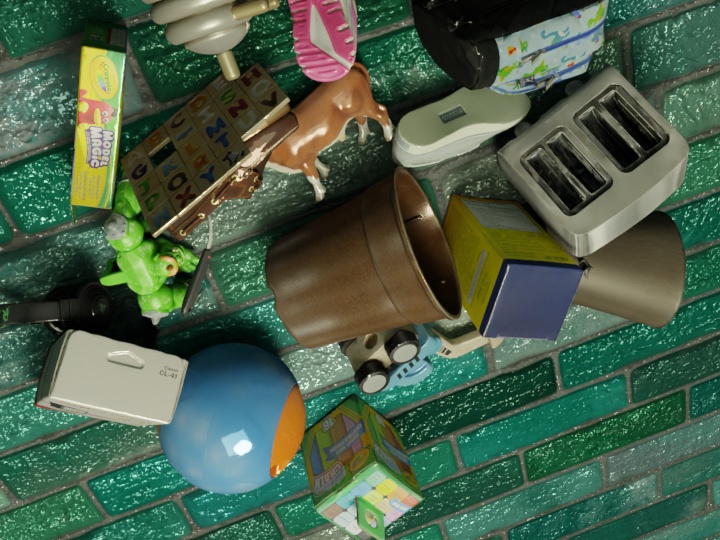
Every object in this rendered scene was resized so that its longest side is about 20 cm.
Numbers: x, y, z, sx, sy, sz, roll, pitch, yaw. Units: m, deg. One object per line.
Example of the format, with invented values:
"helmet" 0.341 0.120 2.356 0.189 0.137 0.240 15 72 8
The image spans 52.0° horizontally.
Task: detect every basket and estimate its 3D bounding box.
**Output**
"basket" 0.334 -0.015 1.057 0.199 0.181 0.136 7 152 -11

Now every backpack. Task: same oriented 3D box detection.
"backpack" 0.188 -0.282 0.858 0.200 0.163 0.154 -31 132 -4

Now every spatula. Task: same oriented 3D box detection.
"spatula" -0.187 -0.041 0.897 0.020 0.057 0.201 12 84 5

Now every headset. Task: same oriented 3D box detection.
"headset" -0.350 0.063 0.921 0.200 0.123 0.094 -4 88 -42

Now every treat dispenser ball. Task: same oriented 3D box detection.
"treat dispenser ball" -0.175 0.199 1.007 0.200 0.201 0.201 -7 122 -12

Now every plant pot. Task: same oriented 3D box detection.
"plant pot" 0.000 0.000 0.935 0.198 0.201 0.200 -22 125 18

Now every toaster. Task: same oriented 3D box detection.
"toaster" 0.295 -0.129 0.935 0.181 0.200 0.119 -38 160 8

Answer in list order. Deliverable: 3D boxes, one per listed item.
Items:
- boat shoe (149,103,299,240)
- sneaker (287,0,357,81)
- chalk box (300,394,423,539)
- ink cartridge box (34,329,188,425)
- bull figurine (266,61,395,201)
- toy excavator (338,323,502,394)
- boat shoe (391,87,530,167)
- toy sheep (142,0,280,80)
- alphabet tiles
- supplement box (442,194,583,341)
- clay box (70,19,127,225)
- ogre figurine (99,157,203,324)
"boat shoe" -0.147 -0.110 0.837 0.200 0.070 0.070 -33 102 12
"sneaker" -0.049 -0.309 0.813 0.081 0.088 0.201 -6 101 6
"chalk box" 0.003 0.316 1.128 0.124 0.200 0.124 -39 123 9
"ink cartridge box" -0.321 0.142 0.934 0.147 0.200 0.086 18 72 -23
"bull figurine" -0.057 -0.164 0.904 0.200 0.065 0.121 -37 127 10
"toy excavator" 0.096 0.111 1.106 0.194 0.100 0.200 -45 134 15
"boat shoe" 0.124 -0.184 0.942 0.200 0.070 0.072 -22 164 -22
"toy sheep" -0.161 -0.295 0.755 0.138 0.138 0.201 -18 107 -4
"alphabet tiles" -0.172 -0.145 0.813 0.200 0.167 0.008 -40 135 3
"supplement box" 0.188 -0.007 0.985 0.109 0.200 0.110 5 119 -18
"clay box" -0.287 -0.159 0.810 0.047 0.115 0.200 4 120 -19
"ogre figurine" -0.253 -0.022 0.896 0.098 0.120 0.200 8 124 2
